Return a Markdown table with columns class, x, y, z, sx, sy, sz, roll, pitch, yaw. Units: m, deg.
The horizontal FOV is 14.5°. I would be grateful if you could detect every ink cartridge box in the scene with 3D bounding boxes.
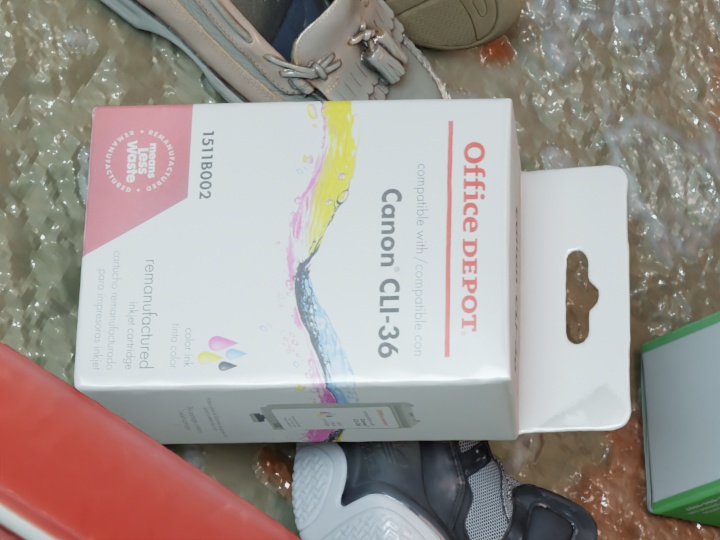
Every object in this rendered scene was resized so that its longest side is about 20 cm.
| class | x | y | z | sx | sy | sz | roll | pitch | yaw |
| --- | --- | --- | --- | --- | --- | --- | --- | --- | --- |
| ink cartridge box | 0.000 | 0.000 | 1.053 | 0.200 | 0.068 | 0.117 | -1 | 67 | 6 |
| ink cartridge box | 0.245 | 0.068 | 1.251 | 0.200 | 0.146 | 0.084 | 14 | 63 | -35 |

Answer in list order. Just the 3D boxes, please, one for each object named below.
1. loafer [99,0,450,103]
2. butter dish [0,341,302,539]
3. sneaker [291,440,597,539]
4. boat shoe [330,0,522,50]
| class | x | y | z | sx | sy | sz | roll | pitch | yaw |
| --- | --- | --- | --- | --- | --- | --- | --- | --- | --- |
| loafer | -0.036 | -0.107 | 1.146 | 0.200 | 0.063 | 0.072 | 31 | 55 | -26 |
| butter dish | -0.141 | 0.112 | 0.930 | 0.199 | 0.148 | 0.200 | 36 | 96 | -23 |
| sneaker | 0.033 | 0.071 | 1.130 | 0.114 | 0.075 | 0.200 | 17 | 64 | -40 |
| boat shoe | -0.010 | -0.162 | 1.183 | 0.200 | 0.072 | 0.065 | 28 | 44 | -30 |
